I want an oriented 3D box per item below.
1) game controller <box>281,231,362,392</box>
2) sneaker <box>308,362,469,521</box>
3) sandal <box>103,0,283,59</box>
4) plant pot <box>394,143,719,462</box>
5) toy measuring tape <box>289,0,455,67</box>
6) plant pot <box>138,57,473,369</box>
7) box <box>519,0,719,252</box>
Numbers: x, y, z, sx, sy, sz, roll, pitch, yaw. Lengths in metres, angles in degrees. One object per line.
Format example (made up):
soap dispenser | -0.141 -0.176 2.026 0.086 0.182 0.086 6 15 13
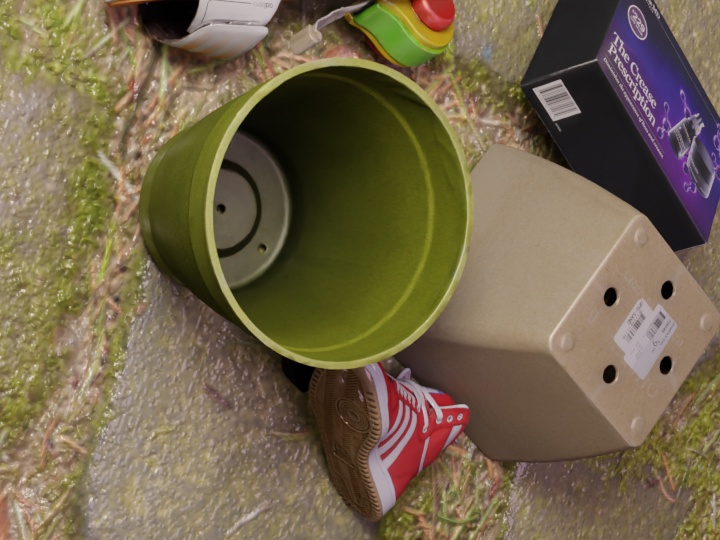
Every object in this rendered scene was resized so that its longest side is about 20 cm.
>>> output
game controller | 0.000 0.000 1.214 0.042 0.104 0.200 30 77 0
sneaker | 0.026 0.099 1.227 0.112 0.071 0.200 -41 149 -26
sandal | -0.083 -0.182 1.142 0.206 0.079 0.059 -8 98 -36
plant pot | 0.164 0.037 1.279 0.200 0.177 0.200 47 70 -28
toy measuring tape | 0.020 -0.178 1.195 0.200 0.073 0.074 -40 119 -52
plant pot | -0.059 -0.042 1.101 0.200 0.193 0.201 -2 95 -32
box | 0.229 -0.130 1.334 0.200 0.079 0.141 53 39 -27
